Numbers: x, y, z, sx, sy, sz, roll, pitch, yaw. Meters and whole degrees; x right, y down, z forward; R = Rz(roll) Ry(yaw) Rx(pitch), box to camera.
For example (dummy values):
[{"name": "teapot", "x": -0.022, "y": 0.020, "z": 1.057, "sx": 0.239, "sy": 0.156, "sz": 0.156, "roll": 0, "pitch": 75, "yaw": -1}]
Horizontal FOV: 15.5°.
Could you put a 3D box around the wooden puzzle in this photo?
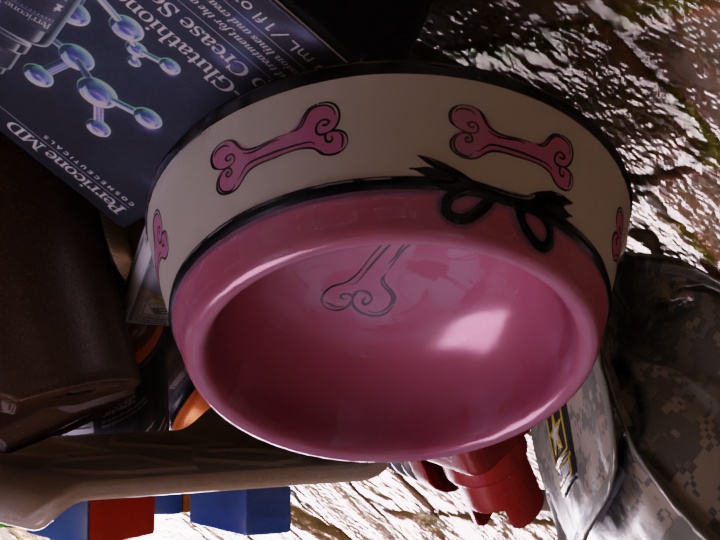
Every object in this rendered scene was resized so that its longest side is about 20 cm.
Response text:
[{"name": "wooden puzzle", "x": -0.112, "y": 0.107, "z": 1.317, "sx": 0.185, "sy": 0.200, "sz": 0.046, "roll": 3, "pitch": 98, "yaw": 56}]

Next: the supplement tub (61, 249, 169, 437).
[{"name": "supplement tub", "x": -0.157, "y": 0.043, "z": 1.438, "sx": 0.107, "sy": 0.107, "sz": 0.200, "roll": 29, "pitch": 144, "yaw": 21}]

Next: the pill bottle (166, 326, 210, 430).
[{"name": "pill bottle", "x": -0.151, "y": 0.025, "z": 1.586, "sx": 0.200, "sy": 0.106, "sz": 0.106, "roll": 36, "pitch": 158, "yaw": 5}]

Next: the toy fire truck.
[{"name": "toy fire truck", "x": 0.042, "y": 0.082, "z": 1.411, "sx": 0.176, "sy": 0.129, "sz": 0.200, "roll": 15, "pitch": 139, "yaw": 45}]

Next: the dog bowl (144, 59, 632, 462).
[{"name": "dog bowl", "x": 0.012, "y": 0.006, "z": 1.066, "sx": 0.200, "sy": 0.074, "sz": 0.200, "roll": -1, "pitch": 145, "yaw": -1}]

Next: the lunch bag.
[{"name": "lunch bag", "x": 0.158, "y": 0.098, "z": 1.235, "sx": 0.200, "sy": 0.118, "sz": 0.164, "roll": 45, "pitch": 159, "yaw": 14}]

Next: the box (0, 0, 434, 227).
[{"name": "box", "x": -0.081, "y": -0.125, "z": 1.099, "sx": 0.148, "sy": 0.107, "sz": 0.200, "roll": 39, "pitch": 146, "yaw": -22}]

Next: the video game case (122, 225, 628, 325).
[{"name": "video game case", "x": 0.000, "y": 0.000, "z": 1.187, "sx": 0.200, "sy": 0.023, "sz": 0.182, "roll": 5, "pitch": 163, "yaw": -9}]

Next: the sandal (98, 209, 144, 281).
[{"name": "sandal", "x": -0.112, "y": -0.023, "z": 1.325, "sx": 0.200, "sy": 0.054, "sz": 0.080, "roll": 40, "pitch": 172, "yaw": 5}]

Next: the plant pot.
[{"name": "plant pot", "x": -0.201, "y": -0.014, "z": 1.218, "sx": 0.198, "sy": 0.200, "sz": 0.200, "roll": 69, "pitch": 160, "yaw": 9}]
